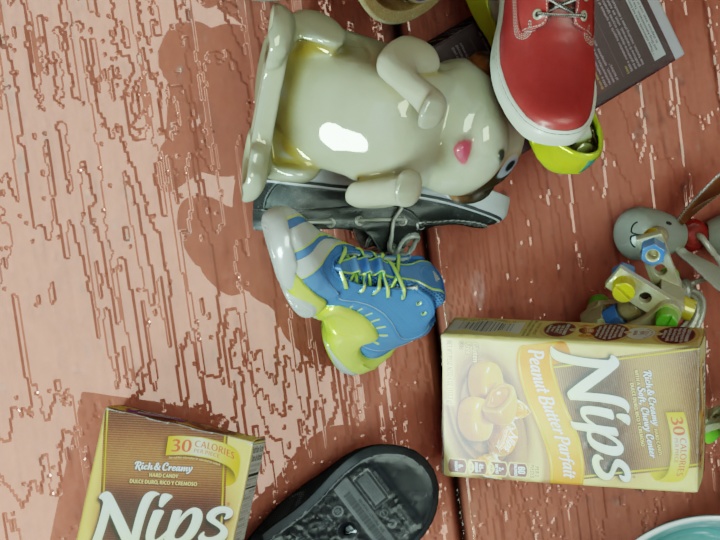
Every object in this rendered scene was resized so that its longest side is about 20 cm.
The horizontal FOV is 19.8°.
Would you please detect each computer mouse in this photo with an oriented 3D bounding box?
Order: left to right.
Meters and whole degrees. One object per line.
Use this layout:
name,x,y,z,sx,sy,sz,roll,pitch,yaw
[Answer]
computer mouse,-0.032,0.200,1.583,0.199,0.053,0.139,-33,101,-3

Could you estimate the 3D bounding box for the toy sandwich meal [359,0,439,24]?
toy sandwich meal,0.059,-0.256,1.434,0.205,0.070,0.206,-40,143,-39

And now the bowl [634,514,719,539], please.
bowl,0.273,0.278,1.644,0.199,0.105,0.202,0,99,2

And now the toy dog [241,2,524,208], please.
toy dog,0.020,-0.107,1.493,0.198,0.194,0.141,11,98,-5

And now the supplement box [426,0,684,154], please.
supplement box,0.141,-0.166,1.608,0.199,0.061,0.109,-31,101,-15

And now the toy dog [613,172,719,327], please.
toy dog,0.314,-0.024,1.659,0.199,0.096,0.133,-23,100,-16

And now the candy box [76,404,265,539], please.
candy box,-0.149,0.208,1.516,0.116,0.056,0.202,12,88,7

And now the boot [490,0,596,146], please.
boot,0.137,-0.199,1.423,0.072,0.145,0.201,4,57,-9

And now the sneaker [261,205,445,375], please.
sneaker,0.000,0.000,1.516,0.104,0.200,0.076,-22,58,7

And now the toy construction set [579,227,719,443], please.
toy construction set,0.249,0.076,1.627,0.131,0.092,0.200,-41,93,25

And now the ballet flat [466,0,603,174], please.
ballet flat,0.133,-0.167,1.539,0.066,0.067,0.201,-24,97,-15

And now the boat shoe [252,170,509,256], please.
boat shoe,0.015,-0.042,1.566,0.198,0.074,0.069,7,87,-19

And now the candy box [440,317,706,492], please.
candy box,0.163,0.101,1.577,0.198,0.055,0.116,2,106,16
